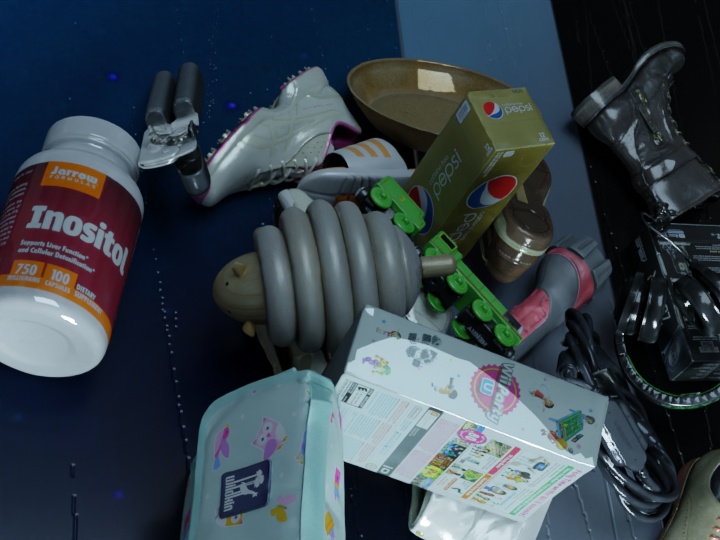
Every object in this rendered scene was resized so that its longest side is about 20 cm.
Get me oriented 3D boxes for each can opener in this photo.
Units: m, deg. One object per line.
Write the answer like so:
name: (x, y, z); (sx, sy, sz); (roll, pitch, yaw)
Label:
can opener: (-0.166, -0.128, 1.153); (0.052, 0.067, 0.201); (-16, 32, 3)

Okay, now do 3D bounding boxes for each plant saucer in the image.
plant saucer: (0.081, -0.158, 1.281); (0.198, 0.036, 0.201); (10, 29, -5)

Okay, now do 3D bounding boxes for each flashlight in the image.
flashlight: (0.155, 0.038, 1.204); (0.068, 0.068, 0.199); (40, 52, 22)

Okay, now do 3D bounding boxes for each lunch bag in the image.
lunch bag: (-0.068, 0.185, 0.936); (0.121, 0.200, 0.172); (12, 56, -14)

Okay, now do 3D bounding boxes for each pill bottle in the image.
pill bottle: (-0.242, -0.024, 1.055); (0.112, 0.113, 0.201); (16, 54, -12)

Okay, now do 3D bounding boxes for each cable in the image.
cable: (0.225, 0.131, 1.145); (0.201, 0.051, 0.164); (55, 14, -22)

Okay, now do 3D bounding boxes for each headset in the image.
headset: (0.300, 0.033, 1.231); (0.122, 0.094, 0.202); (-7, 77, 6)

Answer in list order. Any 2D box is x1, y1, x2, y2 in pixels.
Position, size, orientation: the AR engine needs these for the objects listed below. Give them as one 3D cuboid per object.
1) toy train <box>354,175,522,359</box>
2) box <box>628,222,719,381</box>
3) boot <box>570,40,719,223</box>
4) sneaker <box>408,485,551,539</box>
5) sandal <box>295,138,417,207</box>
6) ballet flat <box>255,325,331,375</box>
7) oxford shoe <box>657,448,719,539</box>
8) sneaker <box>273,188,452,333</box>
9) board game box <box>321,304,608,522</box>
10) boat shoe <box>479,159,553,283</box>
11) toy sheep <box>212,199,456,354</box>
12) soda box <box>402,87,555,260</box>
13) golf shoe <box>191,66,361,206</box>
toy train: (0.071, -0.001, 1.134); (0.200, 0.042, 0.056); (48, 36, 3)
box: (0.388, 0.032, 1.316); (0.198, 0.044, 0.161); (1, 59, -21)
boot: (0.334, -0.144, 1.405); (0.199, 0.069, 0.174); (-36, 82, -31)
sneaker: (0.112, 0.159, 1.105); (0.115, 0.074, 0.201); (32, 54, -4)
sandal: (0.019, -0.091, 1.230); (0.205, 0.079, 0.060); (-4, 61, -35)
ballet flat: (-0.047, 0.068, 1.106); (0.067, 0.062, 0.201); (-6, 61, -25)
oxford shoe: (0.303, 0.239, 1.128); (0.070, 0.075, 0.201); (24, 54, -8)
sneaker: (0.000, 0.000, 1.159); (0.081, 0.075, 0.200); (-40, 87, -26)
board game box: (0.068, 0.116, 0.994); (0.198, 0.148, 0.065); (21, 59, -6)
boat shoe: (0.141, -0.059, 1.260); (0.074, 0.075, 0.203); (23, 30, -6)
toy sheep: (-0.021, 0.004, 1.038); (0.198, 0.138, 0.139); (-12, 62, -6)
soda box: (0.092, -0.077, 1.168); (0.067, 0.200, 0.064); (-10, 63, -31)
golf shoe: (-0.075, -0.113, 1.207); (0.092, 0.075, 0.200); (44, 56, 2)
